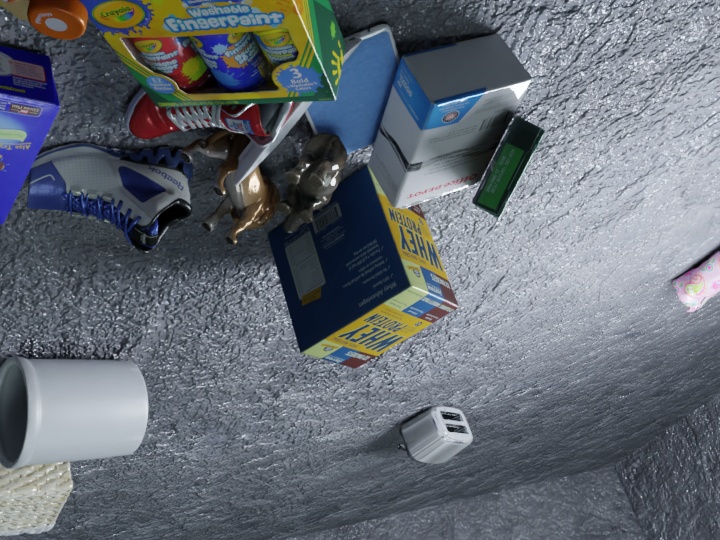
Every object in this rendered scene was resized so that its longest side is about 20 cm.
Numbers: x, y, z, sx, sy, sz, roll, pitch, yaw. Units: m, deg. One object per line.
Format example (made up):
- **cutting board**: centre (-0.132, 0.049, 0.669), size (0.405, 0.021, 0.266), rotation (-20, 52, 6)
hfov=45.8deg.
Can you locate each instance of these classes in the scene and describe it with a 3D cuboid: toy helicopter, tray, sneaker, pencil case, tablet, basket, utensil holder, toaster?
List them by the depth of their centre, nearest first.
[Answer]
- **toy helicopter**: centre (-0.325, -0.247, 0.698), size (0.198, 0.080, 0.132), rotation (-5, 161, 21)
- **sneaker**: centre (-0.162, -0.169, 0.917), size (0.199, 0.113, 0.071), rotation (-27, 151, 13)
- **tray**: centre (-0.079, -0.183, 0.967), size (0.022, 0.108, 0.200), rotation (41, 129, -7)
- **sneaker**: centre (-0.283, -0.081, 0.997), size (0.198, 0.116, 0.081), rotation (-6, 149, -23)
- **tablet**: centre (-0.006, -0.212, 1.045), size (0.129, 0.014, 0.200), rotation (-21, 153, 3)
- **utensil holder**: centre (-0.468, 0.224, 1.376), size (0.199, 0.171, 0.170), rotation (4, 145, -41)
- **basket**: centre (-0.604, 0.327, 1.439), size (0.199, 0.199, 0.161), rotation (6, 141, -38)
- **pencil case**: centre (0.771, 0.007, 1.841), size (0.087, 0.088, 0.200), rotation (5, 143, -38)
- **toaster**: centre (0.194, 0.420, 2.190), size (0.129, 0.114, 0.199), rotation (-40, 144, 27)

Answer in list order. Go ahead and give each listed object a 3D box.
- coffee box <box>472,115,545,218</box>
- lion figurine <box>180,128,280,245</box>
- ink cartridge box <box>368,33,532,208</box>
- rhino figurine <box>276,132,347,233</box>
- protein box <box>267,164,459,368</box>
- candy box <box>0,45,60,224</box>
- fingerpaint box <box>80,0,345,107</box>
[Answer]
- **coffee box**: centre (0.193, -0.138, 1.114), size (0.124, 0.044, 0.200), rotation (-64, 175, 14)
- **lion figurine**: centre (-0.149, -0.116, 1.059), size (0.123, 0.072, 0.201), rotation (-51, 158, -32)
- **ink cartridge box**: centre (0.105, -0.183, 1.070), size (0.144, 0.085, 0.201), rotation (-18, 154, -24)
- **rhino figurine**: centre (-0.065, -0.106, 1.116), size (0.060, 0.088, 0.200), rotation (32, 151, 1)
- **protein box**: centre (0.000, 0.000, 1.225), size (0.198, 0.201, 0.135), rotation (-32, 150, 24)
- **candy box**: centre (-0.418, -0.139, 0.852), size (0.168, 0.078, 0.200), rotation (6, 142, -39)
- **fingerpaint box**: centre (-0.132, -0.230, 0.796), size (0.198, 0.074, 0.167), rotation (1, 156, 15)
